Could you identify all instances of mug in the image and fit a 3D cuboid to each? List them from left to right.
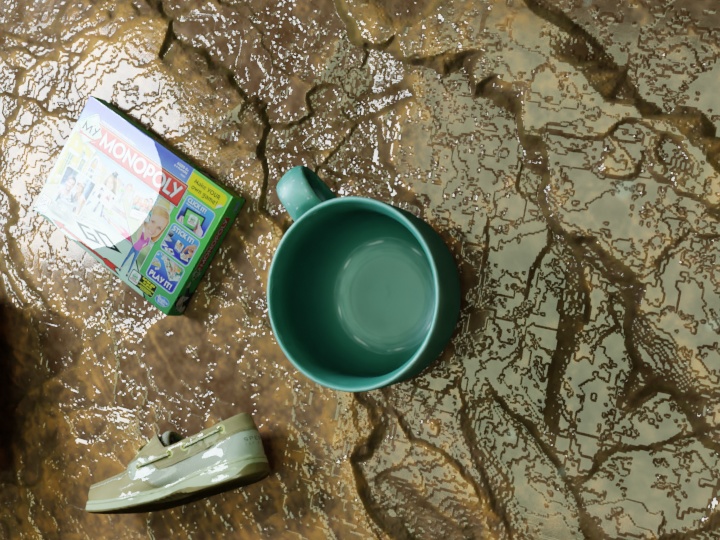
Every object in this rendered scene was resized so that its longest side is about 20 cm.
[{"bbox_3d":[0.010,0.005,0.725,0.149,0.114,0.189,-1,87,20],"label":"mug"}]

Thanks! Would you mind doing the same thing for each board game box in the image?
[{"bbox_3d":[-0.227,-0.067,0.857,0.199,0.029,0.136,34,100,18],"label":"board game box"}]

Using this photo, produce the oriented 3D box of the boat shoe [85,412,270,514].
[{"bbox_3d":[-0.177,0.187,0.814,0.197,0.074,0.067,-18,69,16],"label":"boat shoe"}]
